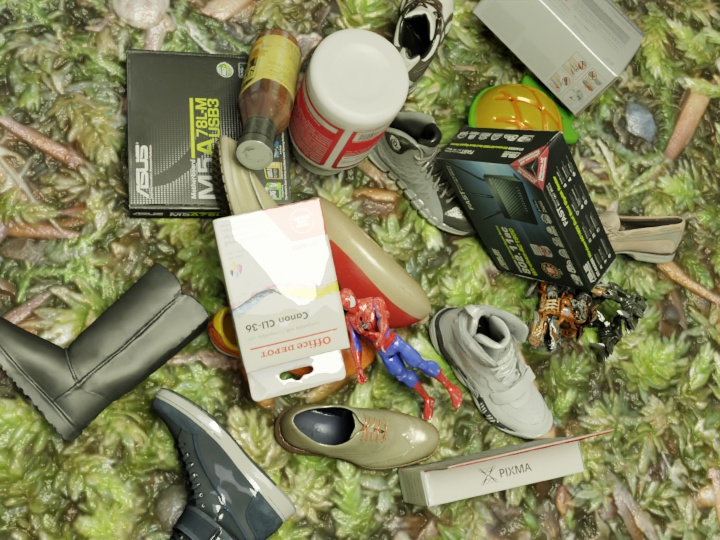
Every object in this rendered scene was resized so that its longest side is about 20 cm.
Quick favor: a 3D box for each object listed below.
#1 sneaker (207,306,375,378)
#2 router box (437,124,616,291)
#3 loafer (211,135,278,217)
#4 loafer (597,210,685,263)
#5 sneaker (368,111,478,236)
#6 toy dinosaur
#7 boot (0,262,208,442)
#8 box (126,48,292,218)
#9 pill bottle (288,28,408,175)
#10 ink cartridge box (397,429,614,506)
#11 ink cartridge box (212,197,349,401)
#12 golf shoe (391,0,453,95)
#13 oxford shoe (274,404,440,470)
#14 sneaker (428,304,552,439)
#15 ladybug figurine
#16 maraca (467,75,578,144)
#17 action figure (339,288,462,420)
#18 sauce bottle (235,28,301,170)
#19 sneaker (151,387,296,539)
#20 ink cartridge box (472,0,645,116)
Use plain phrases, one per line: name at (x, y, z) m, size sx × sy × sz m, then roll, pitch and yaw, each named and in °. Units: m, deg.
sneaker at (-0.076, 0.086, 0.946) m, size 0.198 × 0.077 × 0.074 m, roll 8°, pitch 75°, yaw -13°
router box at (0.197, -0.074, 0.975) m, size 0.062 × 0.149 × 0.201 m, roll -47°, pitch 124°, yaw -20°
loafer at (-0.116, -0.059, 0.937) m, size 0.068 × 0.076 × 0.202 m, roll -19°, pitch 102°, yaw -18°
loafer at (0.337, -0.056, 1.087) m, size 0.198 × 0.063 × 0.072 m, roll 6°, pitch 35°, yaw -18°
sneaker at (0.091, -0.126, 1.022) m, size 0.200 × 0.115 × 0.075 m, roll 39°, pitch 70°, yaw -2°
toy dinosaur at (0.287, 0.035, 1.050) m, size 0.135 × 0.102 × 0.201 m, roll 34°, pitch 74°, yaw 11°
boot at (-0.289, 0.060, 0.901) m, size 0.200 × 0.066 × 0.165 m, roll -42°, pitch 98°, yaw -17°
box at (-0.185, -0.164, 0.995) m, size 0.191 × 0.047 × 0.202 m, roll 1°, pitch 77°, yaw -18°
pill bottle at (-0.023, -0.185, 0.962) m, size 0.111 × 0.200 × 0.113 m, roll 4°, pitch 75°, yaw -14°
ink cartridge box at (0.161, 0.223, 0.922) m, size 0.198 × 0.176 × 0.045 m, roll -8°, pitch 79°, yaw -16°
ink cartridge box at (-0.081, 0.034, 0.872) m, size 0.115 × 0.067 × 0.202 m, roll -13°, pitch 94°, yaw -11°
golf shoe at (0.087, -0.328, 1.084) m, size 0.077 × 0.095 × 0.202 m, roll 20°, pitch 71°, yaw -8°
oxford shoe at (0.004, 0.190, 0.942) m, size 0.198 × 0.074 × 0.072 m, roll 5°, pitch 73°, yaw -15°
sneaker at (0.170, 0.120, 0.982) m, size 0.075 × 0.115 × 0.200 m, roll -41°, pitch 89°, yaw -20°
ladybug figurine at (0.000, 0.000, 0.966) m, size 0.200 × 0.136 × 0.072 m, roll 43°, pitch 93°, yaw -5°
maraca at (0.215, -0.190, 1.080) m, size 0.200 × 0.107 × 0.138 m, roll -35°, pitch 88°, yaw -39°
action figure at (0.036, 0.105, 0.909) m, size 0.200 × 0.065 × 0.099 m, roll 50°, pitch 28°, yaw -22°
sauce bottle at (-0.106, -0.195, 0.928) m, size 0.065 × 0.066 × 0.201 m, roll 15°, pitch 45°, yaw -11°
sneaker at (-0.185, 0.238, 0.879) m, size 0.202 × 0.077 × 0.146 m, roll 47°, pitch 67°, yaw -1°
ink cartridge box at (0.278, -0.338, 1.128) m, size 0.200 × 0.084 × 0.176 m, roll 45°, pitch 44°, yaw -1°
